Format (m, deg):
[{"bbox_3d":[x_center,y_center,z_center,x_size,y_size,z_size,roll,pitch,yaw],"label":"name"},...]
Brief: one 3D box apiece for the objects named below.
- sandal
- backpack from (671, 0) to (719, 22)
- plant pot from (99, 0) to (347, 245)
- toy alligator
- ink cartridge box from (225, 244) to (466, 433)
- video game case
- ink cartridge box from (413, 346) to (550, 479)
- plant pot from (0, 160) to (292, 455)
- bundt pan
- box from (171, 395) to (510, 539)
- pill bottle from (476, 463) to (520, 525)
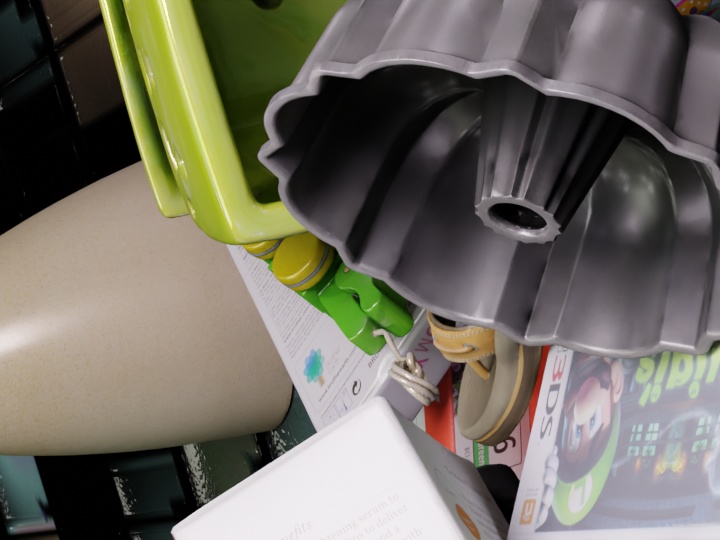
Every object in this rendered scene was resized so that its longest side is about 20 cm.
[{"bbox_3d":[0.058,0.012,1.177,0.200,0.054,0.080,101,-178,-66],"label":"sandal"},{"bbox_3d":[0.073,-0.174,1.044,0.200,0.167,0.127,42,156,29],"label":"backpack"},{"bbox_3d":[-0.018,-0.126,1.207,0.181,0.199,0.200,180,75,-71],"label":"plant pot"},{"bbox_3d":[0.000,0.000,1.237,0.059,0.054,0.200,38,-179,-34],"label":"toy alligator"},{"bbox_3d":[-0.008,-0.015,1.339,0.119,0.042,0.200,-57,43,28],"label":"ink cartridge box"},{"bbox_3d":[0.127,0.025,1.083,0.200,0.023,0.182,-15,60,66],"label":"video game case"},{"bbox_3d":[0.048,0.050,1.351,0.200,0.050,0.109,38,138,54],"label":"ink cartridge box"},{"bbox_3d":[-0.171,0.037,1.638,0.187,0.200,0.187,44,143,47],"label":"plant pot"},{"bbox_3d":[0.068,-0.049,0.997,0.202,0.202,0.076,130,161,-63],"label":"bundt pan"},{"bbox_3d":[0.032,0.174,1.121,0.200,0.106,0.152,60,-173,22],"label":"box"},{"bbox_3d":[0.083,0.194,1.242,0.200,0.112,0.112,59,153,22],"label":"pill bottle"}]
